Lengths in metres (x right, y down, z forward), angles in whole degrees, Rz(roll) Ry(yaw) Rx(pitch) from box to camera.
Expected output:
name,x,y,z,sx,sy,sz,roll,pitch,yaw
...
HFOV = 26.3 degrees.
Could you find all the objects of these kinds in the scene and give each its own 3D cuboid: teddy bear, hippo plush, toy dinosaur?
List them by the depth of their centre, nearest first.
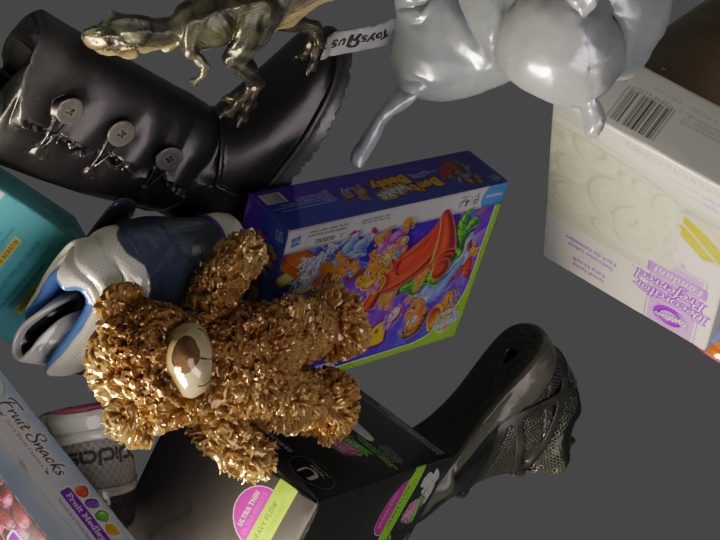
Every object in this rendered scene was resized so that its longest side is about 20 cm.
name,x,y,z,sx,sy,sz,roll,pitch,yaw
toy dinosaur,-0.057,-0.140,0.895,0.198,0.048,0.089,-22,141,-6
teddy bear,-0.065,0.055,0.913,0.199,0.066,0.146,28,84,-43
hippo plush,0.095,-0.168,0.938,0.199,0.160,0.161,-32,118,-32

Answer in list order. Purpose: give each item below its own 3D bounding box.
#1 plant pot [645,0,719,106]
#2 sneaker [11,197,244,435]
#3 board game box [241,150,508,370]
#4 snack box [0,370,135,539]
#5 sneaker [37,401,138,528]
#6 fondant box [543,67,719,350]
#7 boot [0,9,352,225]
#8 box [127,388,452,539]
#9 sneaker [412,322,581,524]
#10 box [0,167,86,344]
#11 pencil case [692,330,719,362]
name,x,y,z,sx,sy,sz,roll,pitch,yaw
plant pot,0.293,-0.132,1.101,0.173,0.201,0.201,-21,128,5
sneaker,-0.160,0.044,0.967,0.145,0.081,0.201,-13,147,-36
board game box,0.000,0.000,1.045,0.199,0.045,0.135,-15,134,-40
snack box,-0.231,0.137,0.920,0.053,0.200,0.143,-25,158,-47
sneaker,-0.196,0.149,0.987,0.073,0.088,0.200,-2,160,-35
fondant box,0.203,-0.046,1.065,0.058,0.144,0.201,-50,158,-21
boot,-0.121,-0.112,0.947,0.199,0.066,0.166,24,103,-33
box,-0.055,0.167,1.057,0.199,0.124,0.150,-3,123,-61
sneaker,0.098,0.147,1.212,0.200,0.076,0.114,-47,123,-4
box,-0.259,-0.038,0.916,0.082,0.049,0.200,-49,130,5
pencil case,0.329,-0.019,1.240,0.088,0.088,0.202,0,119,-29
